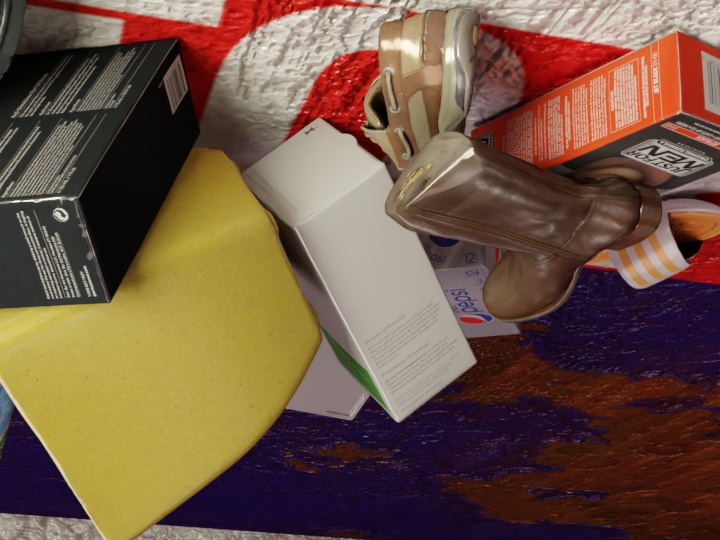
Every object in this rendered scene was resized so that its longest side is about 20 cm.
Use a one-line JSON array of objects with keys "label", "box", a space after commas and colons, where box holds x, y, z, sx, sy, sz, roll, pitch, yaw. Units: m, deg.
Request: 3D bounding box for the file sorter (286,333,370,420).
[{"label": "file sorter", "box": [-0.071, 0.021, 1.158, 0.198, 0.125, 0.139, 14, 126, -31]}]

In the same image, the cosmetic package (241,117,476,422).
[{"label": "cosmetic package", "box": [0.000, 0.000, 1.022, 0.108, 0.084, 0.201, 40, 163, 54]}]

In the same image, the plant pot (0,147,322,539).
[{"label": "plant pot", "box": [-0.144, 0.025, 0.942, 0.198, 0.194, 0.197, -29, 126, -7]}]

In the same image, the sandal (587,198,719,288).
[{"label": "sandal", "box": [0.231, -0.010, 1.190, 0.205, 0.060, 0.079, -15, 155, 40]}]

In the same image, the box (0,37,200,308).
[{"label": "box", "box": [-0.198, -0.064, 0.862, 0.139, 0.201, 0.080, -1, 125, 13]}]

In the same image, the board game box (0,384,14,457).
[{"label": "board game box", "box": [-0.321, 0.048, 1.100, 0.198, 0.203, 0.062, 17, -176, 22]}]

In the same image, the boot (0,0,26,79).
[{"label": "boot", "box": [-0.313, -0.151, 0.816, 0.167, 0.078, 0.199, 14, 164, -40]}]

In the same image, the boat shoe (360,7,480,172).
[{"label": "boat shoe", "box": [0.037, -0.110, 0.920, 0.071, 0.077, 0.201, 5, 151, 1]}]

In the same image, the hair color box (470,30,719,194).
[{"label": "hair color box", "box": [0.179, -0.092, 0.962, 0.101, 0.062, 0.199, 14, 158, -34]}]

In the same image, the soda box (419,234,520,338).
[{"label": "soda box", "box": [0.097, 0.003, 1.232, 0.067, 0.064, 0.200, -5, 160, 14]}]

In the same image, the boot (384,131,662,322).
[{"label": "boot", "box": [0.081, -0.026, 0.946, 0.198, 0.065, 0.186, 7, 147, -36]}]
